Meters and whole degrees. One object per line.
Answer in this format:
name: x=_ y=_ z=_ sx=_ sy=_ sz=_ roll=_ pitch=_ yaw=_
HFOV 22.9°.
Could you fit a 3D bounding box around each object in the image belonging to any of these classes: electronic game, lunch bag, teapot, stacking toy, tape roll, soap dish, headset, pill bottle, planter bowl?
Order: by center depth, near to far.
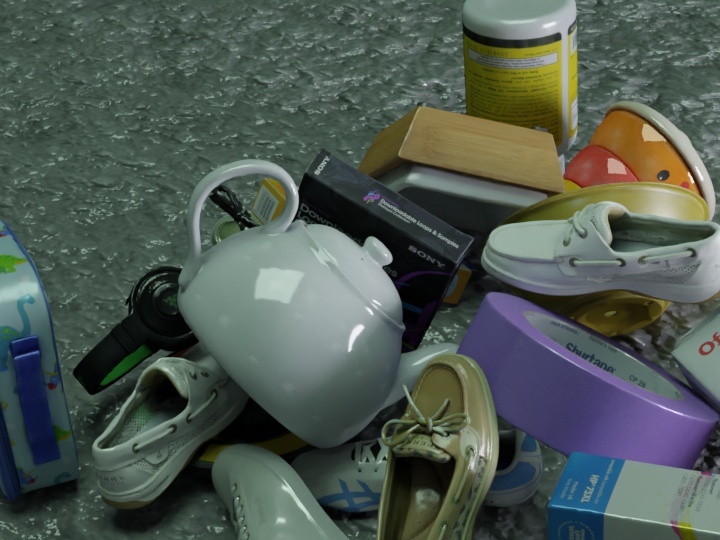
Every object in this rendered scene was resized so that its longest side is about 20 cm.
tape roll: x=0.171 y=0.092 z=1.356 sx=0.200 sy=0.066 sz=0.200 roll=25 pitch=10 yaw=-5
teapot: x=-0.038 y=0.028 z=1.378 sx=0.146 sy=0.200 sz=0.197 roll=-45 pitch=68 yaw=5
lunch bag: x=-0.285 y=0.072 z=1.423 sx=0.082 sy=0.200 sz=0.161 roll=-17 pitch=34 yaw=-18
electronic game: x=-0.097 y=0.110 z=1.488 sx=0.200 sy=0.042 sz=0.200 roll=-4 pitch=31 yaw=2
headset: x=-0.165 y=0.022 z=1.488 sx=0.200 sy=0.094 sz=0.124 roll=-39 pitch=-4 yaw=0
planter bowl: x=0.210 y=0.005 z=1.534 sx=0.200 sy=0.200 sz=0.084 roll=-7 pitch=66 yaw=-3
soap dish: x=0.088 y=-0.093 z=1.648 sx=0.157 sy=0.081 sz=0.200 roll=11 pitch=-6 yaw=-12
stacking toy: x=0.219 y=-0.050 z=1.664 sx=0.200 sy=0.146 sz=0.146 roll=-37 pitch=40 yaw=-13
pill bottle: x=0.160 y=-0.178 z=1.774 sx=0.112 sy=0.200 sz=0.112 roll=-3 pitch=31 yaw=2

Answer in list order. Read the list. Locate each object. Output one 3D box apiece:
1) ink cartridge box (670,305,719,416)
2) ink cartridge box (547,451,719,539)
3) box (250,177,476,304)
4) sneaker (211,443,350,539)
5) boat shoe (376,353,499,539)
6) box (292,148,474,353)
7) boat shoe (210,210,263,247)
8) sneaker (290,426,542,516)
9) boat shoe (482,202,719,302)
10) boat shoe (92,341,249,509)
ink cartridge box: x=0.357 y=0.091 z=1.346 sx=0.145 sy=0.083 sz=0.200 roll=-38 pitch=43 yaw=-1
ink cartridge box: x=0.233 y=0.203 z=1.213 sx=0.200 sy=0.116 sz=0.067 roll=7 pitch=32 yaw=20
box: x=0.010 y=-0.024 z=1.629 sx=0.200 sy=0.042 sz=0.119 roll=17 pitch=17 yaw=-34
sneaker: x=-0.072 y=0.196 z=1.309 sx=0.085 sy=0.073 sz=0.200 roll=-20 pitch=35 yaw=-27
boat shoe: x=0.050 y=0.153 z=1.263 sx=0.073 sy=0.063 sz=0.200 roll=-6 pitch=71 yaw=36
box: x=0.000 y=0.000 z=1.464 sx=0.143 sy=0.200 sz=0.036 roll=31 pitch=54 yaw=5
boat shoe: x=-0.070 y=-0.012 z=1.640 sx=0.200 sy=0.072 sz=0.062 roll=23 pitch=-1 yaw=36
sneaker: x=0.041 y=0.146 z=1.380 sx=0.200 sy=0.073 sz=0.072 roll=-3 pitch=33 yaw=5
boat shoe: x=0.193 y=-0.024 z=1.406 sx=0.200 sy=0.069 sz=0.071 roll=3 pitch=42 yaw=17
boat shoe: x=-0.146 y=0.101 z=1.417 sx=0.071 sy=0.069 sz=0.200 roll=6 pitch=39 yaw=28
